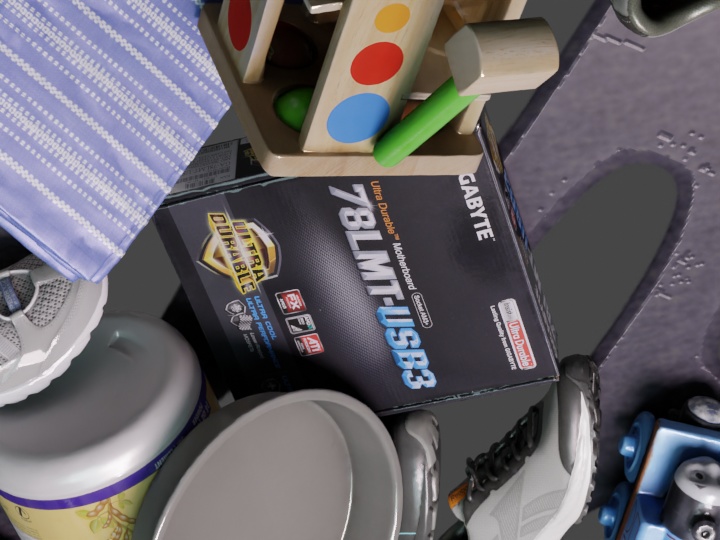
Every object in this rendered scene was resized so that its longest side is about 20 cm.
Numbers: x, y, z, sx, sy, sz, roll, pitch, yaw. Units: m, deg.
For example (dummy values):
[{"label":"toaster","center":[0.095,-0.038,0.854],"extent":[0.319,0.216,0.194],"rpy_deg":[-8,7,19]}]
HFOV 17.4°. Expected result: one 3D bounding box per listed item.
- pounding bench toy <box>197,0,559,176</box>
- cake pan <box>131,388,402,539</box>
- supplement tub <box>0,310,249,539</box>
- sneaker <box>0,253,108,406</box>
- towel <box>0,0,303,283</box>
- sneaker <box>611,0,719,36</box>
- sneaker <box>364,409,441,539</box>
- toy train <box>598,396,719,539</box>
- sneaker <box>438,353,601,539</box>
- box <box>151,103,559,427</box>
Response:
[{"label":"pounding bench toy","center":[0.016,-0.109,1.167],"extent":[0.124,0.201,0.157],"rpy_deg":[-1,133,-25]},{"label":"cake pan","center":[-0.059,0.160,1.388],"extent":[0.037,0.200,0.201],"rpy_deg":[23,147,43]},{"label":"supplement tub","center":[-0.138,0.141,1.436],"extent":[0.145,0.146,0.201],"rpy_deg":[-13,128,13]},{"label":"sneaker","center":[-0.237,0.041,1.364],"extent":[0.199,0.075,0.082],"rpy_deg":[-33,141,-4]},{"label":"towel","center":[-0.136,-0.108,1.238],"extent":[0.145,0.024,0.200],"rpy_deg":[40,83,-28]},{"label":"sneaker","center":[0.210,-0.183,1.186],"extent":[0.200,0.080,0.074],"rpy_deg":[-35,120,25]},{"label":"sneaker","center":[0.006,0.166,1.498],"extent":[0.079,0.076,0.201],"rpy_deg":[10,129,-3]},{"label":"toy train","center":[0.191,0.179,1.461],"extent":[0.086,0.114,0.201],"rpy_deg":[12,118,-8]},{"label":"sneaker","center":[0.102,0.132,1.468],"extent":[0.079,0.074,0.201],"rpy_deg":[15,129,-4]},{"label":"box","center":[0.000,0.000,1.377],"extent":[0.197,0.050,0.201],"rpy_deg":[-11,129,12]}]
